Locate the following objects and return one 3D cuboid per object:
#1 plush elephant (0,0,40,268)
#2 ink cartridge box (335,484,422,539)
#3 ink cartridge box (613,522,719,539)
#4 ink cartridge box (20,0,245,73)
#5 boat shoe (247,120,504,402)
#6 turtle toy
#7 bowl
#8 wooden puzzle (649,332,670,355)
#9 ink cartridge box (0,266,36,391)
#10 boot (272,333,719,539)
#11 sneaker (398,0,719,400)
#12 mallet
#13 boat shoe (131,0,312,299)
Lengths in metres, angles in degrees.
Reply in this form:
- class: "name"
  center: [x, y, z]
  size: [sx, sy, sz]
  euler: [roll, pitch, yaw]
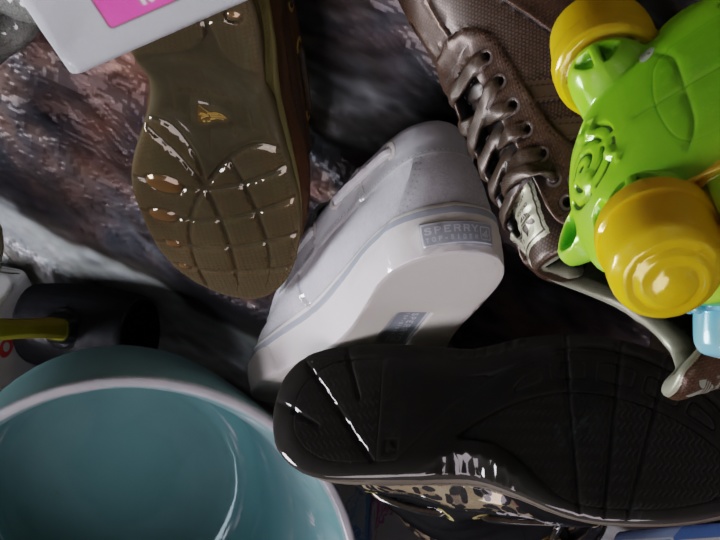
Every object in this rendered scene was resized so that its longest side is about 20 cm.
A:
- class: "plush elephant"
  center: [-0.205, -0.051, 1.100]
  size: [0.200, 0.164, 0.156]
  euler: [12, 116, 59]
- class: "ink cartridge box"
  center: [0.000, 0.180, 1.308]
  size: [0.199, 0.088, 0.146]
  euler: [21, 144, 11]
- class: "ink cartridge box"
  center: [0.212, 0.164, 1.115]
  size: [0.199, 0.077, 0.136]
  euler: [-7, 142, 41]
- class: "ink cartridge box"
  center: [-0.054, -0.174, 0.872]
  size: [0.199, 0.044, 0.174]
  euler: [-21, 125, 20]
- class: "boat shoe"
  center: [0.000, 0.000, 1.097]
  size: [0.071, 0.069, 0.200]
  euler: [0, 159, -15]
- class: "turtle toy"
  center: [0.153, -0.045, 0.855]
  size: [0.199, 0.146, 0.101]
  euler: [-27, 125, 15]
- class: "bowl"
  center: [-0.105, 0.113, 1.177]
  size: [0.199, 0.105, 0.202]
  euler: [-3, 116, -7]
- class: "wooden puzzle"
  center: [0.202, 0.026, 1.003]
  size: [0.199, 0.037, 0.186]
  euler: [20, 145, 16]
- class: "ink cartridge box"
  center: [-0.196, 0.111, 1.316]
  size: [0.084, 0.146, 0.201]
  euler: [11, 141, 31]
- class: "boot"
  center: [0.078, 0.081, 1.105]
  size: [0.198, 0.074, 0.151]
  euler: [0, 162, 18]
- class: "sneaker"
  center: [0.075, -0.041, 0.946]
  size: [0.200, 0.075, 0.071]
  euler: [44, 148, 10]
- class: "mallet"
  center: [-0.172, 0.025, 1.187]
  size: [0.065, 0.042, 0.199]
  euler: [6, -178, 35]
- class: "boat shoe"
  center: [-0.048, -0.070, 1.043]
  size: [0.071, 0.068, 0.201]
  euler: [14, 140, 15]
